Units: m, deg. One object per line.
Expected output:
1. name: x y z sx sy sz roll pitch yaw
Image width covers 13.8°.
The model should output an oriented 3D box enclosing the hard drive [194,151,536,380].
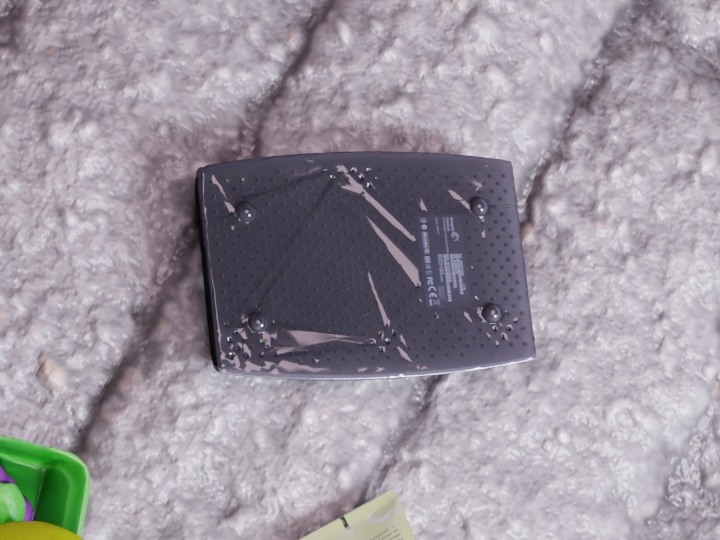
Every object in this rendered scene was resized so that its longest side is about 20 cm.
1. hard drive: 0.000 0.000 1.742 0.199 0.042 0.136 -2 77 -22

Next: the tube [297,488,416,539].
1. tube: 0.037 0.227 1.700 0.201 0.052 0.058 60 23 5

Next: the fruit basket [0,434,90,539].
1. fruit basket: -0.204 0.178 1.530 0.155 0.215 0.217 15 72 -18
